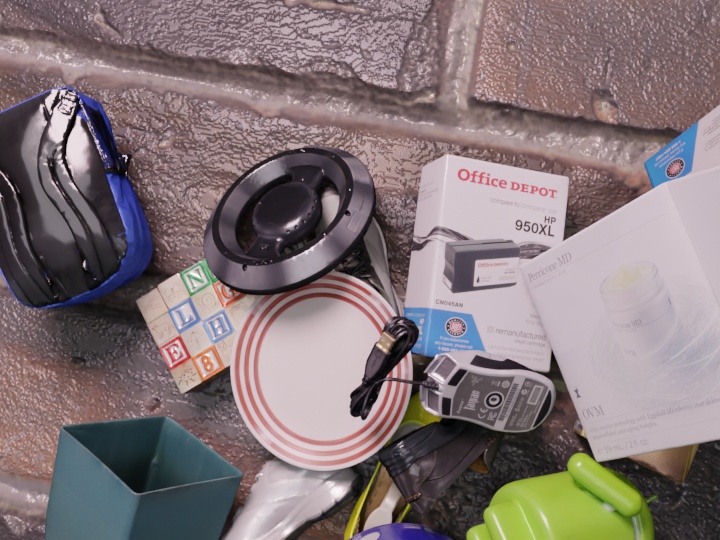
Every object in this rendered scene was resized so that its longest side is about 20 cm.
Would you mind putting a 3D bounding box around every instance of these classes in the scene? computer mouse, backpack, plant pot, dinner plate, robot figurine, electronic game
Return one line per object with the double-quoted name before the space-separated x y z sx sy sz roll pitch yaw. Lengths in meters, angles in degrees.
"computer mouse" 0.093 0.109 0.766 0.195 0.044 0.112 14 113 -14
"backpack" -0.309 -0.068 0.857 0.160 0.168 0.204 -24 88 6
"plant pot" -0.238 0.278 0.823 0.140 0.140 0.205 23 101 36
"dinner plate" -0.040 0.102 0.823 0.195 0.024 0.206 0 90 15
"robot figurine" 0.204 0.261 0.785 0.196 0.177 0.117 -3 47 -26
"electronic game" -0.077 -0.058 0.844 0.195 0.042 0.203 -13 48 14

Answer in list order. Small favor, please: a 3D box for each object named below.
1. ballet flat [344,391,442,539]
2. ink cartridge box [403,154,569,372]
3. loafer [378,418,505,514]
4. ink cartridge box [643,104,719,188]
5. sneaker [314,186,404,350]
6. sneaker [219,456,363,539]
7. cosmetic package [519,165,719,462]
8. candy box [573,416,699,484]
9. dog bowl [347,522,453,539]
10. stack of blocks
"ballet flat" 0.041 0.225 0.849 0.066 0.067 0.203 27 88 7
"ink cartridge box" 0.129 -0.006 0.832 0.141 0.084 0.205 8 86 -14
"loafer" 0.113 0.176 0.821 0.197 0.073 0.073 -24 81 -22
"ink cartridge box" 0.380 -0.055 0.761 0.083 0.146 0.204 10 57 -33
"sneaker" 0.000 0.000 0.866 0.073 0.079 0.204 -23 82 5
"sneaker" -0.093 0.258 0.868 0.198 0.075 0.088 -35 69 -3
"cosmetic package" 0.273 0.043 0.706 0.121 0.199 0.204 -13 77 -29
"candy box" 0.318 0.103 0.837 0.113 0.055 0.204 24 87 9
"dog bowl" 0.041 0.364 0.800 0.195 0.079 0.205 -2 103 -7
"stack of blocks" -0.133 0.035 0.885 0.197 0.059 0.117 -30 83 3
